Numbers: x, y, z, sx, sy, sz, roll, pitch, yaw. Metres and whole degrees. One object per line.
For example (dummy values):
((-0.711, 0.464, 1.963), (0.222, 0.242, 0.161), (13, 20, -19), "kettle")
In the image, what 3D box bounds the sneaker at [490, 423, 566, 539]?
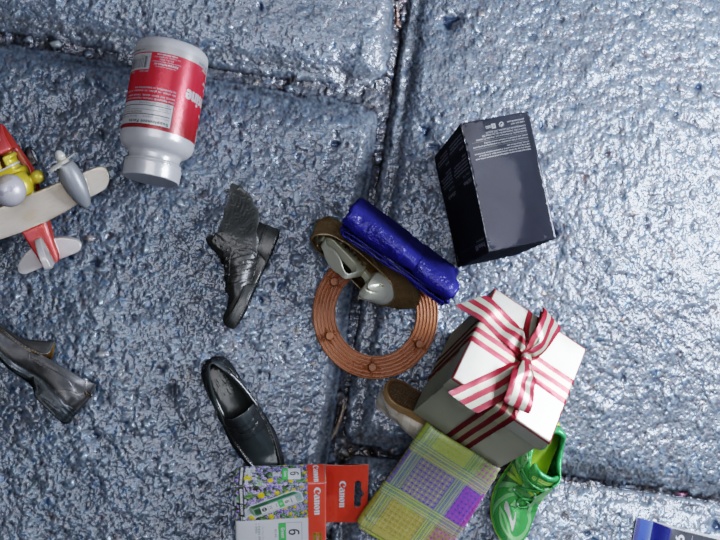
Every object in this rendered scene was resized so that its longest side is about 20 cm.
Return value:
((0.253, 0.317, 1.260), (0.073, 0.084, 0.203), (22, 84, -3), "sneaker")

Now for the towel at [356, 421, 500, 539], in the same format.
((0.098, 0.338, 1.241), (0.142, 0.023, 0.202), (31, 101, -6), "towel")

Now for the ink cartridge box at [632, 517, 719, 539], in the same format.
((0.517, 0.457, 1.295), (0.197, 0.039, 0.101), (14, 84, -3), "ink cartridge box")

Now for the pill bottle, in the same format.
((-0.296, -0.233, 1.248), (0.110, 0.112, 0.204), (9, 84, -4), "pill bottle")

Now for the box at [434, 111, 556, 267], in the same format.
((0.193, -0.113, 1.238), (0.102, 0.200, 0.185), (-10, 86, -7), "box")

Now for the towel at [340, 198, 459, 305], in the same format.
((0.059, -0.027, 1.250), (0.199, 0.148, 0.050), (37, 102, -1), "towel")

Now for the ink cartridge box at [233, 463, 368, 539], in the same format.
((-0.085, 0.343, 1.223), (0.196, 0.050, 0.111), (-1, 111, -5), "ink cartridge box")

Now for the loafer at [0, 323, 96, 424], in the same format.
((-0.475, 0.130, 1.223), (0.072, 0.073, 0.200), (-45, 99, -16), "loafer")

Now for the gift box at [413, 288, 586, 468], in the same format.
((0.186, 0.153, 1.193), (0.198, 0.187, 0.186), (29, 58, -5), "gift box")

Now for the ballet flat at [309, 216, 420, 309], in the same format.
((0.000, 0.000, 1.250), (0.200, 0.072, 0.068), (43, 126, 1), "ballet flat")

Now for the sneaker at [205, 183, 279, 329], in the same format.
((-0.193, -0.022, 1.266), (0.103, 0.060, 0.202), (24, 78, -4), "sneaker")

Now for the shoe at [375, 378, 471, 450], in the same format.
((0.111, 0.235, 1.275), (0.198, 0.070, 0.054), (33, 127, -5), "shoe")

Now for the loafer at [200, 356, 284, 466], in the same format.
((-0.177, 0.220, 1.236), (0.067, 0.070, 0.202), (-30, 88, -7), "loafer")

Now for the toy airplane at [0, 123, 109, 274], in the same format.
((-0.487, -0.092, 1.202), (0.197, 0.141, 0.203), (22, 83, -3), "toy airplane")

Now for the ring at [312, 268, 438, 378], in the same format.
((0.024, 0.066, 1.296), (0.197, 0.019, 0.204), (1, 84, -6), "ring")
